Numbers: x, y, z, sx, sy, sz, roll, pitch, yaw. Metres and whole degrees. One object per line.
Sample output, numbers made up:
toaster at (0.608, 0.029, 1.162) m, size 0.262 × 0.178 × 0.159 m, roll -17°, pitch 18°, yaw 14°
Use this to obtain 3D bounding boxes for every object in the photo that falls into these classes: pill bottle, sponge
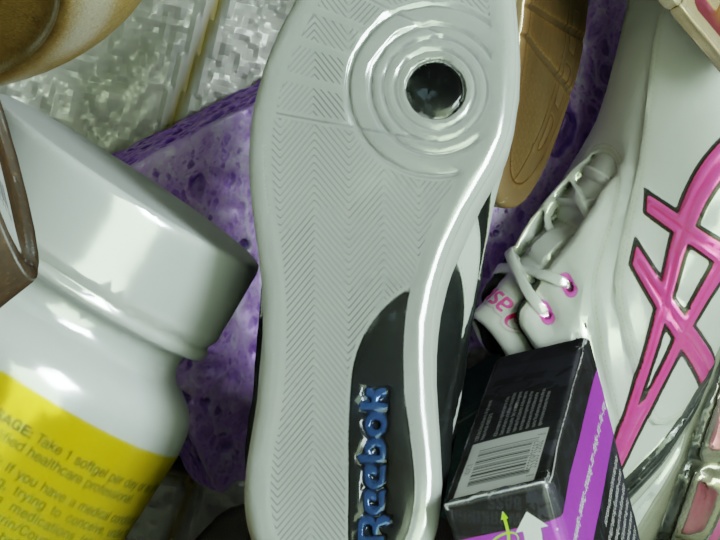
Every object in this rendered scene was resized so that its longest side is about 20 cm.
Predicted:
pill bottle at (-0.122, 0.057, 0.846) m, size 0.114 × 0.114 × 0.201 m, roll 32°, pitch 94°, yaw -24°
sponge at (0.011, -0.022, 0.945) m, size 0.199 × 0.030 × 0.112 m, roll -28°, pitch 108°, yaw -16°

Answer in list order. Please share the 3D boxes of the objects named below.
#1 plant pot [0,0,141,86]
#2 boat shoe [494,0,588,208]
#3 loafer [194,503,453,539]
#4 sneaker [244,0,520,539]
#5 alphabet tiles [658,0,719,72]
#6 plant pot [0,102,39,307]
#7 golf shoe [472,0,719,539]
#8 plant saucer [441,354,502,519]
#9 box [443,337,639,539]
plant pot at (-0.152, -0.101, 0.779) m, size 0.199 × 0.200 × 0.028 m, roll 25°, pitch 61°, yaw -24°
boat shoe at (0.031, -0.120, 0.909) m, size 0.071 × 0.072 × 0.202 m, roll 1°, pitch 87°, yaw 20°
loafer at (-0.037, 0.116, 0.880) m, size 0.199 × 0.070 × 0.076 m, roll -11°, pitch 127°, yaw -44°
sneaker at (0.000, 0.000, 0.844) m, size 0.073 × 0.112 × 0.201 m, roll 10°, pitch 81°, yaw 1°
alphabet tiles at (0.116, -0.158, 0.917) m, size 0.167 × 0.008 × 0.201 m, roll 47°, pitch 45°, yaw -22°
plant pot at (-0.191, -0.011, 0.749) m, size 0.199 × 0.187 × 0.188 m, roll -16°, pitch 105°, yaw 0°
golf shoe at (0.084, 0.001, 0.921) m, size 0.092 × 0.073 × 0.201 m, roll 0°, pitch 103°, yaw -25°
plant saucer at (0.057, 0.062, 0.985) m, size 0.199 × 0.019 × 0.070 m, roll -30°, pitch 108°, yaw -14°
box at (0.071, 0.136, 0.852) m, size 0.036 × 0.143 × 0.201 m, roll -14°, pitch 101°, yaw 12°
